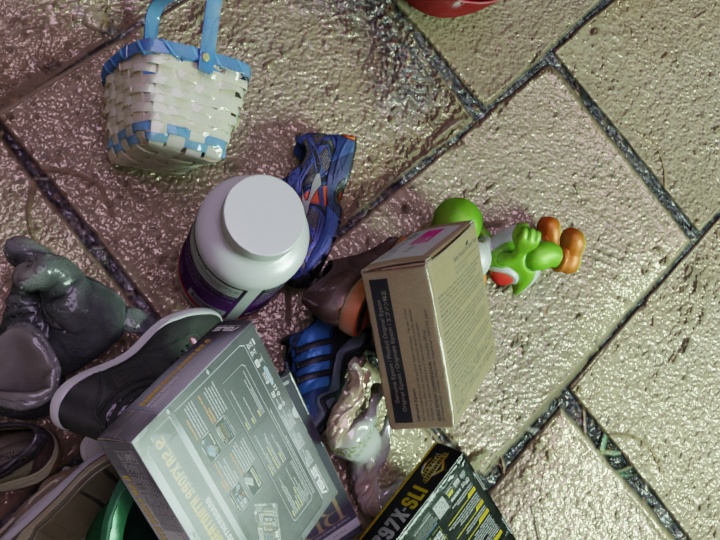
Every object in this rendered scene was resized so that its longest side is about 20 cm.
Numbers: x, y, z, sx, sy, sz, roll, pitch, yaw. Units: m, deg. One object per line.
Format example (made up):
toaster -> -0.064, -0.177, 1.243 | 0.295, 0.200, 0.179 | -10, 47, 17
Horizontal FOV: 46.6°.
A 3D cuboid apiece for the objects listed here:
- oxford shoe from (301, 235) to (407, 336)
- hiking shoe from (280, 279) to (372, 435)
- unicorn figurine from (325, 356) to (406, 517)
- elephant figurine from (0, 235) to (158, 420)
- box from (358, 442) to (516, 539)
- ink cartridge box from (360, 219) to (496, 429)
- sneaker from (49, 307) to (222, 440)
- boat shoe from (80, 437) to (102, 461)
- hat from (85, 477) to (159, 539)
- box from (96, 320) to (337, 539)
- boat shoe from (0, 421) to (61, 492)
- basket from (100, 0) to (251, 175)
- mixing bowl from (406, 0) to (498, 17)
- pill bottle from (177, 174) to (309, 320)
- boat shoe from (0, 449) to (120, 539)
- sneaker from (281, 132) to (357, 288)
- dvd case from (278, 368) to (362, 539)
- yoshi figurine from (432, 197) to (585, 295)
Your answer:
oxford shoe -> 0.000, 0.000, 0.918 | 0.072, 0.072, 0.200 | 20, 25, 13
hiking shoe -> -0.056, 0.112, 0.901 | 0.086, 0.075, 0.202 | 29, 57, -2
unicorn figurine -> 0.011, 0.180, 0.882 | 0.200, 0.073, 0.139 | 41, 60, -44
elephant figurine -> -0.324, 0.084, 0.784 | 0.154, 0.142, 0.202 | 20, 71, 30
box -> 0.068, 0.307, 0.862 | 0.200, 0.049, 0.161 | -46, 121, -25
ink cartridge box -> 0.078, 0.050, 0.877 | 0.200, 0.074, 0.168 | -33, 114, -65
sneaker -> -0.179, 0.106, 0.785 | 0.098, 0.072, 0.199 | 22, 36, 29
boat shoe -> -0.177, 0.153, 0.839 | 0.198, 0.060, 0.073 | -13, 112, -6
hat -> -0.221, 0.237, 0.757 | 0.200, 0.174, 0.168 | -42, 118, -47
box -> -0.112, 0.171, 0.721 | 0.159, 0.048, 0.202 | -47, 121, -43
boat shoe -> -0.373, 0.175, 0.743 | 0.197, 0.065, 0.074 | -19, 58, -15
basket -> -0.197, -0.209, 0.886 | 0.137, 0.175, 0.204 | 4, 86, -34
mixing bowl -> 0.110, -0.407, 1.087 | 0.197, 0.108, 0.204 | 6, 72, -18
pill bottle -> -0.117, -0.023, 0.839 | 0.111, 0.200, 0.114 | 6, 72, -19
boat shoe -> -0.264, 0.212, 0.772 | 0.199, 0.068, 0.075 | -38, 125, -18
sneaker -> -0.060, -0.072, 0.954 | 0.077, 0.076, 0.203 | 14, 62, -6
dvd case -> -0.095, 0.217, 0.817 | 0.147, 0.016, 0.202 | -29, 113, -15
yoshi figurine -> 0.166, -0.044, 1.009 | 0.197, 0.113, 0.113 | -4, 60, -19
